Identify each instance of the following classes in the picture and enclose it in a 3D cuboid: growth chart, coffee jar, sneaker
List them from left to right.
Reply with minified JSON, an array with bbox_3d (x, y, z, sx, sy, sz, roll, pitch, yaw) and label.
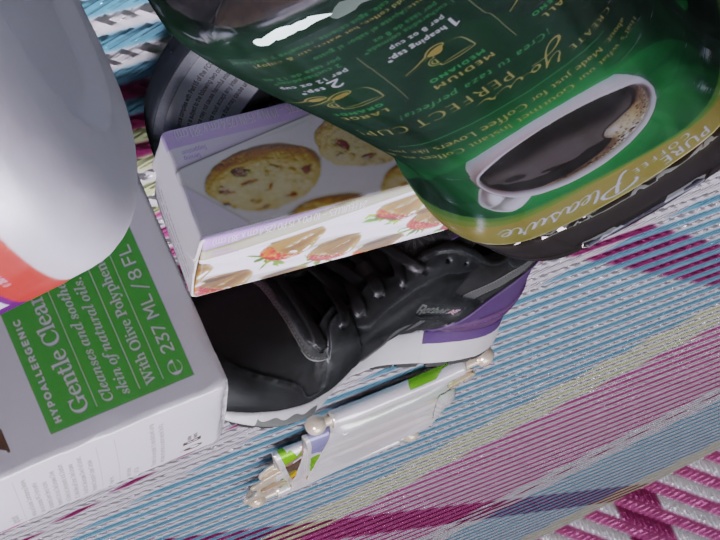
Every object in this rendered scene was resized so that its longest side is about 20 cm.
[{"bbox_3d":[-0.003,0.105,1.500,0.145,0.018,0.200,-20,167,-19],"label":"growth chart"},{"bbox_3d":[0.000,0.000,0.992,0.200,0.076,0.088,-17,151,-45],"label":"sneaker"},{"bbox_3d":[0.029,-0.070,0.593,0.104,0.085,0.200,-30,154,15],"label":"coffee jar"}]

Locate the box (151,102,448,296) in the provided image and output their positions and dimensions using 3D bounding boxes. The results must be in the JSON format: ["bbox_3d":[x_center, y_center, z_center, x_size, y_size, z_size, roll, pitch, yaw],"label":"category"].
[{"bbox_3d":[0.037,-0.041,0.718,0.200,0.041,0.039,-14,157,-15],"label":"box"}]

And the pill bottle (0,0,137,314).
[{"bbox_3d":[-0.155,-0.013,0.499,0.200,0.113,0.112,-26,168,8],"label":"pill bottle"}]

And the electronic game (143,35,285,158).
[{"bbox_3d":[0.028,-0.072,0.745,0.200,0.042,0.200,-19,158,-8],"label":"electronic game"}]

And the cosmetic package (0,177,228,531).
[{"bbox_3d":[-0.152,0.037,0.728,0.200,0.108,0.085,-24,168,-11],"label":"cosmetic package"}]
